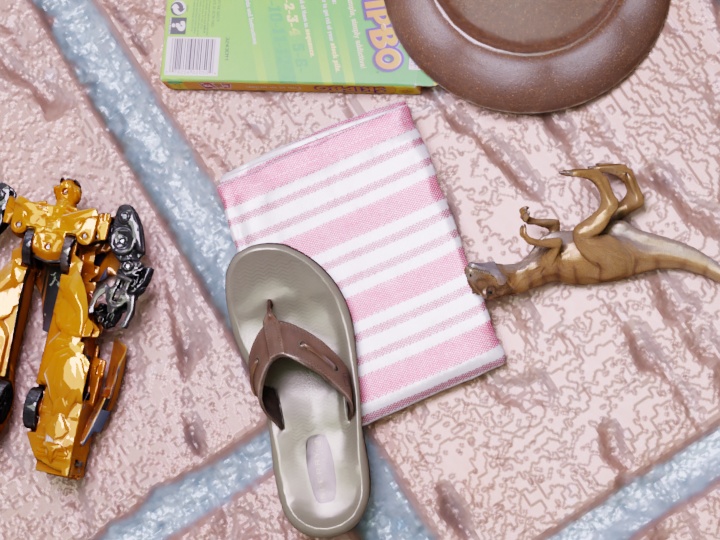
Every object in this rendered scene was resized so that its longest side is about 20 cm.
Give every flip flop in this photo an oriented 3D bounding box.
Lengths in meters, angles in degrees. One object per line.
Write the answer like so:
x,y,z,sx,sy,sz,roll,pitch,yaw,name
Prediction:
-0.041,0.077,1.655,0.081,0.058,0.201,-12,80,8,flip flop

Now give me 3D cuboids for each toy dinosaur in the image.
0.169,-0.017,1.666,0.199,0.060,0.107,-2,96,8,toy dinosaur

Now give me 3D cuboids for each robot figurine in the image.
-0.218,0.036,1.723,0.145,0.058,0.201,11,82,13,robot figurine

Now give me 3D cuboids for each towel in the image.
0.000,0.000,1.704,0.146,0.030,0.200,-22,78,7,towel

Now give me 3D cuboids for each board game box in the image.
-0.037,-0.172,1.744,0.199,0.030,0.096,2,79,14,board game box

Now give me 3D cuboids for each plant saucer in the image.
0.112,-0.207,1.701,0.200,0.037,0.201,-1,78,4,plant saucer
